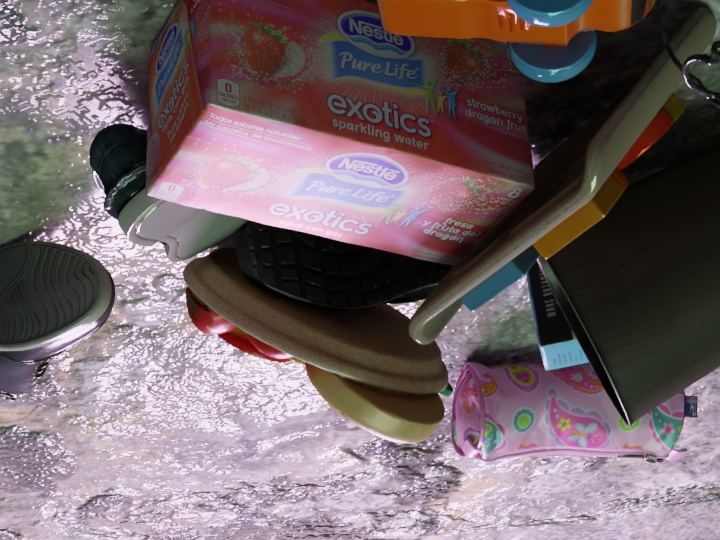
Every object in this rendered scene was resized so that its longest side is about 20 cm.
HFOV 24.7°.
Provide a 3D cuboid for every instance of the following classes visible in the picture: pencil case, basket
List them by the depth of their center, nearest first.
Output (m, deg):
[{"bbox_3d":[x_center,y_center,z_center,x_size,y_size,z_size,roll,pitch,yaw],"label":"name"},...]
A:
[{"bbox_3d":[0.226,-0.010,1.060,0.199,0.180,0.137,-28,106,4],"label":"basket"},{"bbox_3d":[0.176,0.120,1.374,0.198,0.088,0.088,3,151,-17],"label":"pencil case"}]

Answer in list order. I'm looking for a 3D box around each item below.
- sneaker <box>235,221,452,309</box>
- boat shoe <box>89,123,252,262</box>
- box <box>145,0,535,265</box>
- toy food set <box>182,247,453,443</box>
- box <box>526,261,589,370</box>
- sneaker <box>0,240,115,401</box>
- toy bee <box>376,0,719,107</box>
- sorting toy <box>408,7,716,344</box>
[{"bbox_3d":[0.000,0.000,1.102,0.198,0.077,0.087,-1,162,-30],"label":"sneaker"},{"bbox_3d":[-0.114,-0.048,0.999,0.075,0.062,0.200,-36,170,10],"label":"boat shoe"},{"bbox_3d":[-0.012,-0.085,0.917,0.198,0.104,0.095,13,146,-24],"label":"box"},{"bbox_3d":[-0.028,0.043,1.100,0.198,0.049,0.198,24,-169,1],"label":"toy food set"},{"bbox_3d":[0.220,0.009,1.180,0.198,0.083,0.049,-11,153,8],"label":"box"},{"bbox_3d":[-0.228,0.037,1.145,0.198,0.076,0.106,-14,157,30],"label":"sneaker"},{"bbox_3d":[0.113,-0.152,0.860,0.198,0.110,0.131,24,155,-4],"label":"toy bee"},{"bbox_3d":[0.124,-0.049,0.974,0.036,0.185,0.200,43,137,-1],"label":"sorting toy"}]
